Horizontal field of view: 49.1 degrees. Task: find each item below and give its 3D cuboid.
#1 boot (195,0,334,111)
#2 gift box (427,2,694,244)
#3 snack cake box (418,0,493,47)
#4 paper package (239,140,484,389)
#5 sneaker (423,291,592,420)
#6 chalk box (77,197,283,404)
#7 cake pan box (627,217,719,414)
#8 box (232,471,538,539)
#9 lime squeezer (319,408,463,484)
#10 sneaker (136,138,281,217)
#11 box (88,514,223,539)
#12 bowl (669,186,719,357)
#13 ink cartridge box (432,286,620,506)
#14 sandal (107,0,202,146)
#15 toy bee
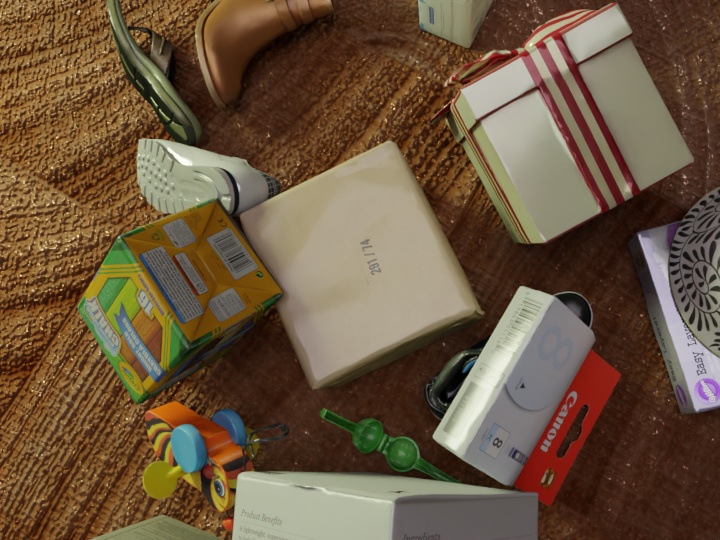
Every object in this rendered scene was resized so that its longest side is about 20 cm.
[{"bbox_3d":[-0.104,-0.285,0.903,0.154,0.074,0.201,-3,78,8],"label":"boot"},{"bbox_3d":[0.184,-0.140,0.793,0.184,0.200,0.187,-28,92,-3],"label":"gift box"},{"bbox_3d":[0.136,-0.367,0.872,0.067,0.115,0.201,26,83,11],"label":"snack cake box"},{"bbox_3d":[0.000,0.000,0.823,0.190,0.103,0.201,-25,78,1],"label":"paper package"},{"bbox_3d":[0.155,0.087,0.782,0.200,0.112,0.073,-36,78,-1],"label":"sneaker"},{"bbox_3d":[-0.194,0.042,0.802,0.124,0.200,0.125,-29,80,-43],"label":"chalk box"},{"bbox_3d":[0.391,0.035,0.797,0.183,0.052,0.201,-14,78,6],"label":"cake pan box"},{"bbox_3d":[0.020,0.250,0.685,0.198,0.199,0.132,-7,75,45],"label":"box"},{"bbox_3d":[0.036,0.180,0.805,0.199,0.071,0.038,33,65,-18],"label":"lime squeezer"},{"bbox_3d":[-0.176,-0.102,0.870,0.199,0.080,0.077,26,123,38],"label":"sneaker"},{"bbox_3d":[-0.195,0.292,0.738,0.094,0.200,0.078,20,82,10],"label":"box"},{"bbox_3d":[0.402,-0.005,0.731,0.199,0.094,0.202,-1,79,6],"label":"bowl"},{"bbox_3d":[0.177,0.131,0.738,0.047,0.200,0.161,22,78,54],"label":"ink cartridge box"},{"bbox_3d":[-0.234,-0.233,0.918,0.057,0.080,0.201,-33,83,-18],"label":"sandal"},{"bbox_3d":[-0.150,0.200,0.784,0.130,0.200,0.109,-9,99,-23],"label":"toy bee"}]
